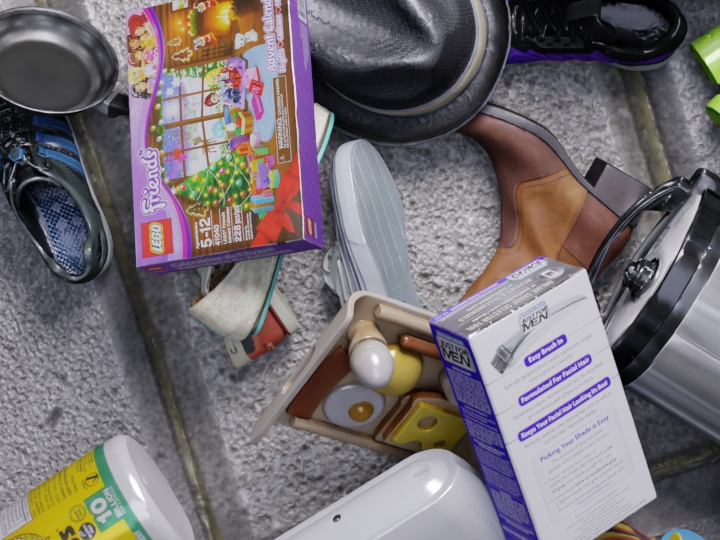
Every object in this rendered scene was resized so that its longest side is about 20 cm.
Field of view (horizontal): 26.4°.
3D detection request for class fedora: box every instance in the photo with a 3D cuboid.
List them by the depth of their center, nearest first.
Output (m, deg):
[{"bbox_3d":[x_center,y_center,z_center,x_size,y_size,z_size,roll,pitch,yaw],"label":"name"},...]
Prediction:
[{"bbox_3d":[0.011,-0.188,1.170,0.199,0.092,0.202,1,94,20],"label":"fedora"}]

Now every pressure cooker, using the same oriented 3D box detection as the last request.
[{"bbox_3d":[0.271,0.029,1.169,0.199,0.179,0.176,30,60,-1],"label":"pressure cooker"}]

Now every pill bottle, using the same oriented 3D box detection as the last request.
[{"bbox_3d":[-0.239,0.227,1.197,0.199,0.113,0.113,-32,93,-1],"label":"pill bottle"}]

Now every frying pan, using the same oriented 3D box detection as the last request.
[{"bbox_3d":[-0.211,-0.153,1.204,0.189,0.031,0.115,13,49,-13],"label":"frying pan"}]

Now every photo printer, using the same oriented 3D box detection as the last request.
[{"bbox_3d":[0.030,0.239,1.199,0.199,0.070,0.167,-31,125,-1],"label":"photo printer"}]

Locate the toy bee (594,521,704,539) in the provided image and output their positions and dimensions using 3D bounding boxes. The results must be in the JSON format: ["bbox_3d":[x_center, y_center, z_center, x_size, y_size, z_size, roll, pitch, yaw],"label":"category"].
[{"bbox_3d":[0.251,0.260,1.207,0.199,0.109,0.131,5,131,19],"label":"toy bee"}]

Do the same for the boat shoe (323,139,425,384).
[{"bbox_3d":[0.000,0.000,1.216,0.066,0.073,0.201,-13,92,33],"label":"boat shoe"}]

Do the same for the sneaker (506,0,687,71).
[{"bbox_3d":[0.161,-0.199,1.198,0.199,0.100,0.070,2,90,-3],"label":"sneaker"}]

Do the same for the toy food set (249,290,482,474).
[{"bbox_3d":[0.034,0.104,1.170,0.199,0.061,0.144,20,123,-28],"label":"toy food set"}]

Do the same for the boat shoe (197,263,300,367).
[{"bbox_3d":[-0.124,-0.019,1.215,0.062,0.071,0.201,-32,97,2],"label":"boat shoe"}]

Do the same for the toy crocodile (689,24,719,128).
[{"bbox_3d":[0.338,-0.113,1.234,0.200,0.062,0.068,44,90,-8],"label":"toy crocodile"}]

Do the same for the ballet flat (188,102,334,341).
[{"bbox_3d":[-0.077,-0.047,1.161,0.062,0.067,0.201,23,74,-16],"label":"ballet flat"}]

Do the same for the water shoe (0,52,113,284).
[{"bbox_3d":[-0.252,-0.085,1.200,0.071,0.079,0.201,-30,93,-1],"label":"water shoe"}]

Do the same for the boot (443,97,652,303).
[{"bbox_3d":[0.110,-0.022,1.237,0.188,0.069,0.201,28,99,-10],"label":"boot"}]

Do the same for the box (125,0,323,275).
[{"bbox_3d":[-0.102,-0.105,1.128,0.136,0.039,0.201,-9,77,20],"label":"box"}]

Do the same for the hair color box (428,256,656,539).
[{"bbox_3d":[0.137,0.104,1.138,0.109,0.065,0.201,-28,113,-21],"label":"hair color box"}]
